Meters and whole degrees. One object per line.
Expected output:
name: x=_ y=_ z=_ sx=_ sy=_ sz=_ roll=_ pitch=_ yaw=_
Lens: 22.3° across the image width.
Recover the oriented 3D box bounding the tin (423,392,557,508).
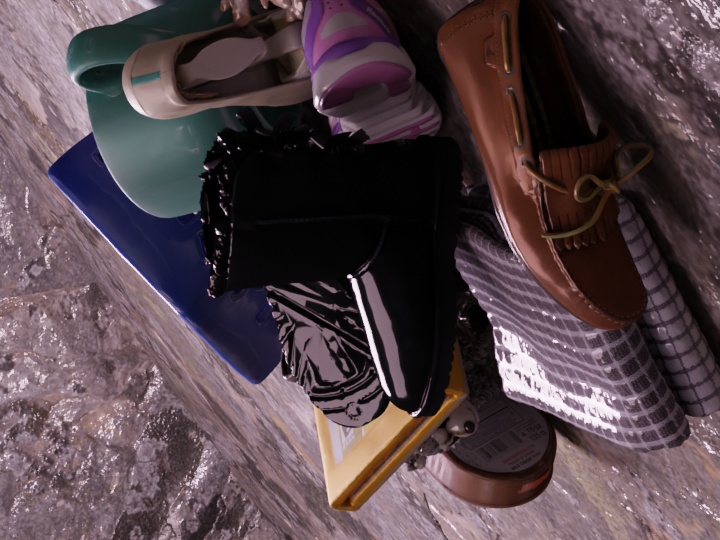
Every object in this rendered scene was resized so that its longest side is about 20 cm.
tin: x=0.084 y=0.121 z=1.562 sx=0.200 sy=0.111 sz=0.042 roll=41 pitch=137 yaw=32

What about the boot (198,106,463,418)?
boot: x=-0.021 y=-0.003 z=1.174 sx=0.073 sy=0.161 sz=0.200 roll=-153 pitch=64 yaw=-69

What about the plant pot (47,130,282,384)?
plant pot: x=-0.114 y=-0.051 z=1.558 sx=0.200 sy=0.180 sz=0.200 roll=44 pitch=175 yaw=27

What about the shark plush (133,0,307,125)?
shark plush: x=-0.108 y=-0.187 z=1.437 sx=0.200 sy=0.083 sz=0.091 roll=48 pitch=-173 yaw=-40

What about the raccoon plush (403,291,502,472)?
raccoon plush: x=0.051 y=0.090 z=1.527 sx=0.097 sy=0.134 sz=0.200 roll=54 pitch=166 yaw=-19

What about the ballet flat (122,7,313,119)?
ballet flat: x=-0.070 y=-0.146 z=1.252 sx=0.069 sy=0.199 sz=0.070 roll=24 pitch=124 yaw=41

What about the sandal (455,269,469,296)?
sandal: x=0.035 y=0.003 z=1.507 sx=0.045 sy=0.075 sz=0.200 roll=59 pitch=158 yaw=-9

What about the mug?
mug: x=-0.118 y=-0.121 z=1.331 sx=0.185 sy=0.114 sz=0.153 roll=-38 pitch=-69 yaw=-63

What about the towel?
towel: x=0.133 y=0.022 z=1.194 sx=0.166 sy=0.085 sz=0.200 roll=57 pitch=165 yaw=-21

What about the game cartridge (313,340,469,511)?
game cartridge: x=0.010 y=0.059 z=1.435 sx=0.176 sy=0.032 sz=0.201 roll=-51 pitch=41 yaw=40

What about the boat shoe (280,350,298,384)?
boat shoe: x=-0.023 y=-0.008 z=1.428 sx=0.063 sy=0.202 sz=0.071 roll=13 pitch=167 yaw=-28

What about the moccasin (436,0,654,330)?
moccasin: x=0.115 y=-0.063 z=1.030 sx=0.077 sy=0.073 sz=0.203 roll=-18 pitch=91 yaw=46

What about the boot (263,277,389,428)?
boot: x=0.000 y=0.000 z=1.318 sx=0.076 sy=0.168 sz=0.201 roll=-32 pitch=83 yaw=34

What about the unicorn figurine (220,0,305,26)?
unicorn figurine: x=-0.086 y=-0.241 z=1.232 sx=0.199 sy=0.073 sz=0.138 roll=20 pitch=125 yaw=53

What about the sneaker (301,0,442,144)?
sneaker: x=0.002 y=-0.136 z=1.243 sx=0.200 sy=0.080 sz=0.089 roll=63 pitch=-175 yaw=-73
